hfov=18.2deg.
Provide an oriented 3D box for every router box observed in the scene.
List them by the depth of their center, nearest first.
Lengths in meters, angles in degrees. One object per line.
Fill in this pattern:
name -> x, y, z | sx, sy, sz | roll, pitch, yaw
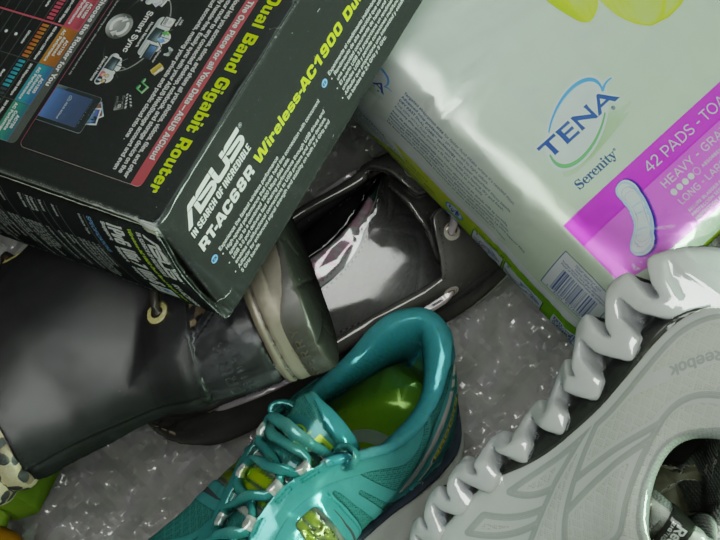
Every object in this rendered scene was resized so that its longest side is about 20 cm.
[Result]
router box -> -0.065, -0.097, 0.778 | 0.149, 0.062, 0.200 | 19, 69, 32

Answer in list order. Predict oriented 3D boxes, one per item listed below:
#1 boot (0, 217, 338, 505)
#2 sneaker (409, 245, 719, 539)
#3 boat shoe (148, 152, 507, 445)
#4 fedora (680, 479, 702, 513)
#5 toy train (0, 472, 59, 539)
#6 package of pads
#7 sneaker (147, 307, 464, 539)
boot -> -0.103, -0.008, 0.824 | 0.150, 0.073, 0.200 | -28, 50, 2
sneaker -> 0.081, 0.086, 0.779 | 0.200, 0.075, 0.081 | -56, 45, 31
boat shoe -> 0.000, 0.000, 0.854 | 0.200, 0.057, 0.067 | -36, 80, -2
fedora -> 0.211, 0.088, 0.812 | 0.200, 0.082, 0.202 | -1, 80, 4
toy train -> -0.141, 0.115, 0.839 | 0.199, 0.085, 0.116 | 18, 69, 7
package of pads -> 0.101, -0.090, 0.834 | 0.200, 0.068, 0.155 | -42, 81, -20
sneaker -> -0.031, 0.082, 0.789 | 0.077, 0.080, 0.200 | 27, 46, 21
